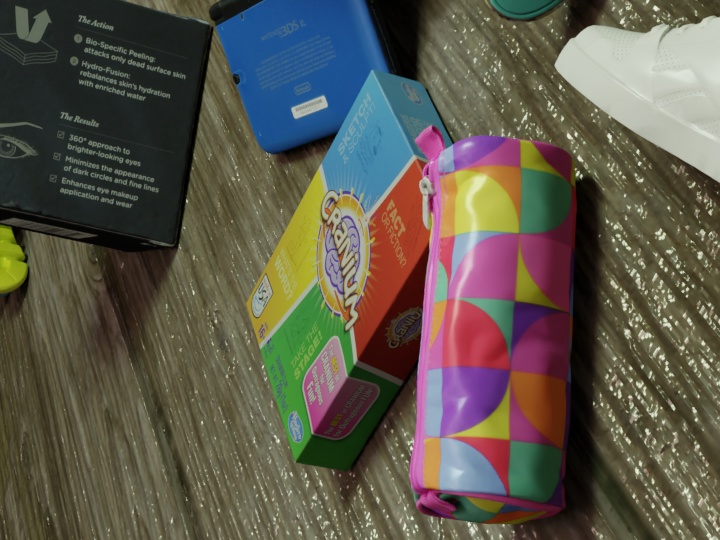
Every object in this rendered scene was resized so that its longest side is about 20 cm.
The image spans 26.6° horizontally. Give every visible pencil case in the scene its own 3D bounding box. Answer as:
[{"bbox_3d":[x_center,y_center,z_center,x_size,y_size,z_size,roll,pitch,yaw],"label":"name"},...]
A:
[{"bbox_3d":[0.066,0.029,0.786,0.088,0.088,0.202,-25,59,55],"label":"pencil case"}]

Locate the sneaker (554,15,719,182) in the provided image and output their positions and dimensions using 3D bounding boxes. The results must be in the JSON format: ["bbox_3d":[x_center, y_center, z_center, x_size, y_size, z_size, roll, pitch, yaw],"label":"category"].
[{"bbox_3d":[0.173,-0.097,0.662,0.200,0.073,0.117,40,112,48],"label":"sneaker"}]

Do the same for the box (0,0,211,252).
[{"bbox_3d":[-0.250,-0.132,1.299,0.117,0.195,0.202,-3,76,61],"label":"box"}]

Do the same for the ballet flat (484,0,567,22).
[{"bbox_3d":[0.124,-0.228,0.815,0.202,0.071,0.072,-65,31,22],"label":"ballet flat"}]

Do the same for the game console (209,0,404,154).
[{"bbox_3d":[-0.010,-0.192,1.075,0.199,0.118,0.172,-10,102,60],"label":"game console"}]

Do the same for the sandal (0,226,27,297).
[{"bbox_3d":[-0.417,-0.045,1.691,0.087,0.079,0.202,-50,38,46],"label":"sandal"}]

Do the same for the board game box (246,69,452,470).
[{"bbox_3d":[0.000,0.000,0.958,0.201,0.040,0.154,-60,33,30],"label":"board game box"}]
